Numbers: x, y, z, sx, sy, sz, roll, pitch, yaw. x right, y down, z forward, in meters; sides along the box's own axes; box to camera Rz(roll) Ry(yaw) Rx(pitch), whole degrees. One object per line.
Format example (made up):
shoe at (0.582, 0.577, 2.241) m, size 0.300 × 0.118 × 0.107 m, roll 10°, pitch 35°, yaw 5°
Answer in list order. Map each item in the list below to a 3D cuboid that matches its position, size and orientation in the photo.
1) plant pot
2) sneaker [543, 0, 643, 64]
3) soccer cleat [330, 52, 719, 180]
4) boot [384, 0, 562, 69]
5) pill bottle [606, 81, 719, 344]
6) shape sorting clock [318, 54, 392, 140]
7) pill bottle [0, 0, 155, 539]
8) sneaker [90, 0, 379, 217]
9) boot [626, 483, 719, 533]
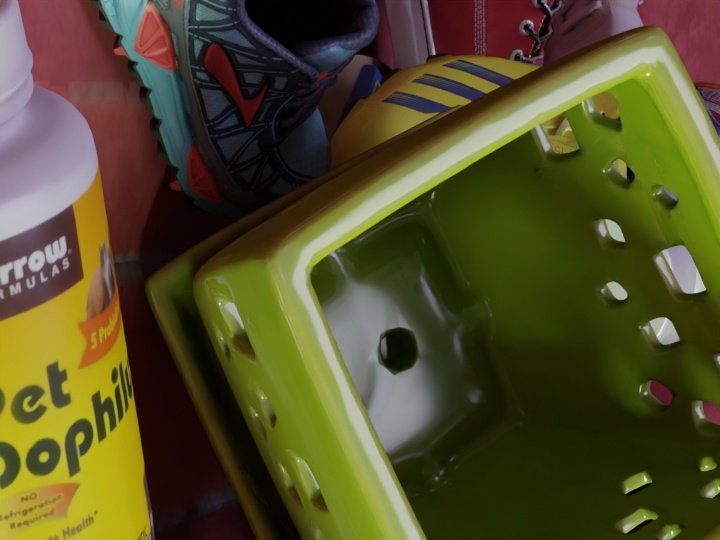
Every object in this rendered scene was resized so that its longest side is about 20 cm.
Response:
plant pot at (0.040, 0.038, 1.030) m, size 0.200 × 0.181 × 0.200 m, roll -30°, pitch 101°, yaw -25°
sneaker at (0.116, -0.158, 1.447) m, size 0.093 × 0.070 × 0.200 m, roll 50°, pitch 28°, yaw -27°
soccer cleat at (0.078, -0.059, 1.173) m, size 0.199 × 0.084 × 0.065 m, roll -10°, pitch 123°, yaw -32°
boot at (0.088, -0.122, 1.236) m, size 0.072 × 0.143 × 0.201 m, roll -47°, pitch 127°, yaw -74°
pill bottle at (0.148, -0.023, 1.315) m, size 0.200 × 0.109 × 0.110 m, roll -32°, pitch 124°, yaw -59°
shape sorting clock at (0.000, 0.000, 1.220) m, size 0.200 × 0.039 × 0.201 m, roll -5°, pitch 90°, yaw -66°
pill bottle at (-0.126, 0.016, 0.786) m, size 0.109 × 0.109 × 0.201 m, roll -53°, pitch 141°, yaw -56°
sneaker at (-0.036, -0.082, 1.027) m, size 0.200 × 0.095 × 0.080 m, roll 62°, pitch 38°, yaw -55°
boot at (0.148, 0.074, 1.426) m, size 0.163 × 0.197 × 0.074 m, roll 82°, pitch 20°, yaw -46°
